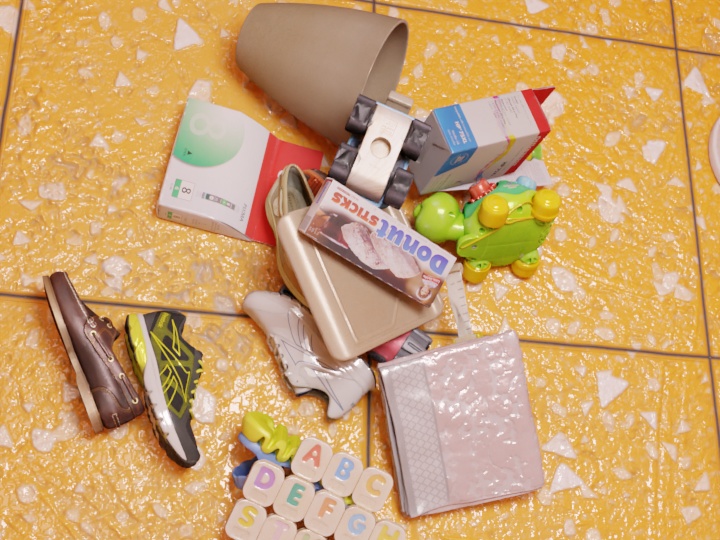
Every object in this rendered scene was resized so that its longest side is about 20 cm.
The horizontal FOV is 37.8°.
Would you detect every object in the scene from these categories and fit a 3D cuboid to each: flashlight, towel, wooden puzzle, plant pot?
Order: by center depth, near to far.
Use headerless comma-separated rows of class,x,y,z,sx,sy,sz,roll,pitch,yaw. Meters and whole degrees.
towel,0.125,0.191,1.299,0.188,0.032,0.203,-12,95,-11
wooden puzzle,0.000,0.000,1.299,0.199,0.037,0.187,-21,85,-44
flashlight,-0.004,0.059,1.350,0.199,0.068,0.068,36,103,6
plant pot,-0.061,-0.279,1.415,0.198,0.188,0.189,22,65,10

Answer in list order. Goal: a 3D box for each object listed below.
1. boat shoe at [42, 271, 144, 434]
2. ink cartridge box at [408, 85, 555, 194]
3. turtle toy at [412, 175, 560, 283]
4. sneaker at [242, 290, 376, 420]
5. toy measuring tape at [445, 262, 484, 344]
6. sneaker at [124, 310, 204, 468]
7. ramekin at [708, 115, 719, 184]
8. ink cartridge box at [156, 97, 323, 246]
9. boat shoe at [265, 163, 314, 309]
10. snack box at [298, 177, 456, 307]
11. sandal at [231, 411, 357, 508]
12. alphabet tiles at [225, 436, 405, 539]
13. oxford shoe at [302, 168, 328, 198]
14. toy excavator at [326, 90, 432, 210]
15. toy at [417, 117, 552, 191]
boat shoe,-0.319,0.091,1.256,0.070,0.070,0.202,-22,84,-13
ink cartridge box,0.169,-0.174,1.394,0.198,0.116,0.068,-15,72,-25
turtle toy,0.169,-0.065,1.408,0.197,0.147,0.102,-6,49,-16
sneaker,-0.074,0.103,1.311,0.199,0.075,0.087,40,71,5
toy measuring tape,0.150,0.089,1.358,0.073,0.073,0.203,-12,89,-18
sneaker,-0.220,0.134,1.260,0.084,0.075,0.202,-16,74,-19
ramekin,0.634,-0.183,1.580,0.199,0.094,0.205,5,69,-12
ink cartridge box,-0.154,-0.124,1.391,0.197,0.050,0.163,14,67,-6
boat shoe,-0.068,-0.040,1.324,0.072,0.063,0.202,-1,54,-25
snack box,0.023,-0.031,1.267,0.199,0.024,0.073,30,87,-27
sandal,-0.075,0.255,1.258,0.199,0.080,0.088,36,96,-4
alphabet tiles,-0.052,0.302,1.217,0.198,0.015,0.198,26,94,-4
oxford shoe,0.001,-0.071,1.405,0.200,0.071,0.073,42,48,-3
toy excavator,0.025,-0.161,1.343,0.099,0.200,0.197,22,78,-3
toy,0.163,-0.157,1.480,0.197,0.047,0.116,-6,65,-22
